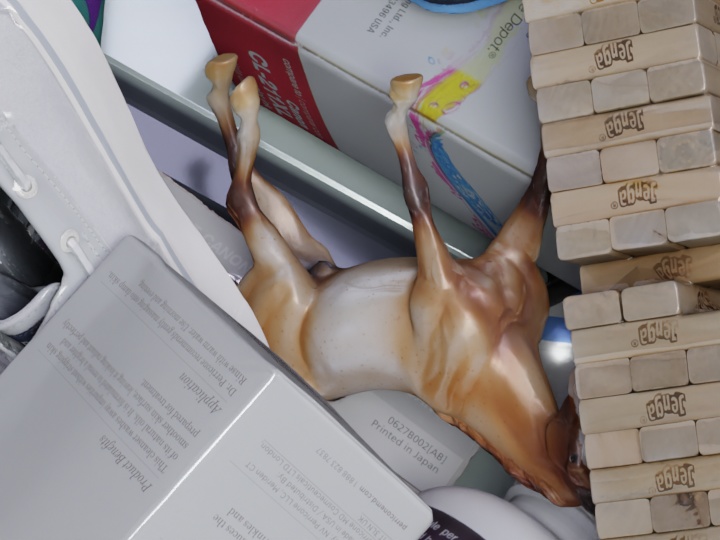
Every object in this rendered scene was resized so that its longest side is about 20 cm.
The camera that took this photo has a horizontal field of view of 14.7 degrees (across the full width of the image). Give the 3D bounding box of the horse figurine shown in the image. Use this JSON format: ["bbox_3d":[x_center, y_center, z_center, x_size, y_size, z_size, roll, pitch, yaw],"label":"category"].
[{"bbox_3d":[0.000,0.000,0.886,0.050,0.199,0.133,-28,116,-50],"label":"horse figurine"}]

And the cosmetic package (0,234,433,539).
[{"bbox_3d":[-0.089,0.101,0.801,0.200,0.113,0.081,-48,125,-1],"label":"cosmetic package"}]

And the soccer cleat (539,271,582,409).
[{"bbox_3d":[0.135,0.011,0.965,0.199,0.070,0.087,-25,88,-4],"label":"soccer cleat"}]

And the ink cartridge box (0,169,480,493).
[{"bbox_3d":[-0.075,0.087,0.940,0.161,0.050,0.200,36,72,1],"label":"ink cartridge box"}]

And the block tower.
[{"bbox_3d":[0.092,0.005,0.813,0.054,0.058,0.201,-10,82,24],"label":"block tower"}]

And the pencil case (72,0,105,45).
[{"bbox_3d":[-0.125,-0.114,0.903,0.085,0.092,0.201,22,114,34],"label":"pencil case"}]

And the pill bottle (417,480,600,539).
[{"bbox_3d":[0.012,0.144,0.866,0.200,0.112,0.113,-37,85,-21],"label":"pill bottle"}]

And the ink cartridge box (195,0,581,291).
[{"bbox_3d":[0.069,-0.085,0.928,0.200,0.083,0.146,31,74,22],"label":"ink cartridge box"}]

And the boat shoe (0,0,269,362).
[{"bbox_3d":[-0.088,-0.001,0.862,0.068,0.072,0.201,-42,124,-29],"label":"boat shoe"}]

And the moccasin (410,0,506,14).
[{"bbox_3d":[0.074,-0.169,0.882,0.080,0.068,0.200,36,75,23],"label":"moccasin"}]
